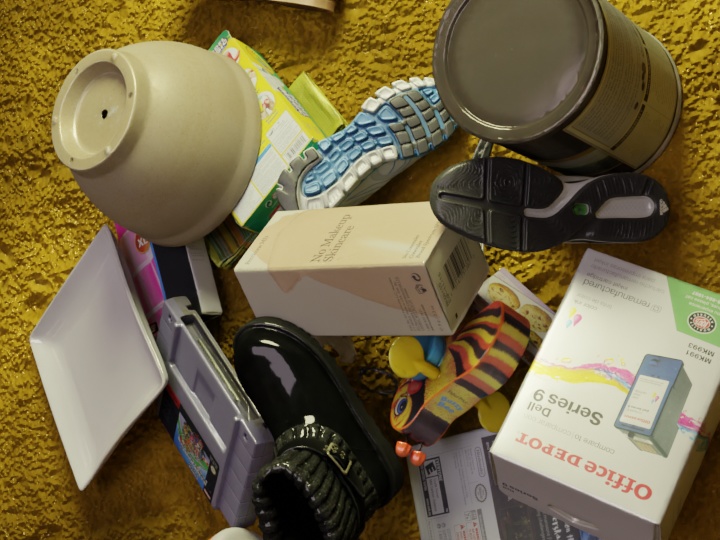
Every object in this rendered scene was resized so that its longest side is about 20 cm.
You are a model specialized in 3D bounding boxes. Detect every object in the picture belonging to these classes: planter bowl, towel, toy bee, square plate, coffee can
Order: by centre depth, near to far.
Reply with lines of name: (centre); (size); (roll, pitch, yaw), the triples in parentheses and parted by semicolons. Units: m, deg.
coffee can: (0.168, -0.159, 1.180); (0.145, 0.199, 0.148); (-4, 81, 30)
toy bee: (0.072, 0.114, 1.242); (0.201, 0.129, 0.110); (119, 166, -52)
planter bowl: (-0.213, -0.138, 1.381); (0.199, 0.134, 0.203); (-13, 69, 36)
towel: (-0.099, -0.100, 1.437); (0.200, 0.018, 0.086); (-48, 64, 17)
square plate: (-0.269, 0.091, 1.475); (0.200, 0.028, 0.199); (-49, 54, 36)

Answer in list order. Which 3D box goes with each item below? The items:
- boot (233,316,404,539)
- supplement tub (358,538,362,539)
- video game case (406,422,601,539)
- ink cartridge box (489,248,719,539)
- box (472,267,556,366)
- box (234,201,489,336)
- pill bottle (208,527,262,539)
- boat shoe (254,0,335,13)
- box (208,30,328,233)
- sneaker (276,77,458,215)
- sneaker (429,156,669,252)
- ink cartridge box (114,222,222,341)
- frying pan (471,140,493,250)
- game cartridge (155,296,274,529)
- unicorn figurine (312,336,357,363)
boot: (-0.059, 0.143, 1.196); (0.211, 0.158, 0.079); (48, 120, 6)
supplement tub: (-0.043, 0.298, 1.244); (0.121, 0.199, 0.124); (-4, 83, 31)
video game case: (0.137, 0.236, 1.252); (0.180, 0.023, 0.203); (-18, 74, 28)
ink cartridge box: (0.208, 0.104, 1.133); (0.144, 0.088, 0.201); (21, 68, 22)
box: (0.177, 0.077, 1.230); (0.041, 0.039, 0.200); (-35, 60, -20)
box: (0.000, 0.000, 1.237); (0.198, 0.095, 0.078); (-3, 127, 32)
pill bottle: (-0.163, 0.340, 1.361); (0.200, 0.109, 0.110); (-39, 66, 26)
boat shoe: (-0.106, -0.306, 1.438); (0.198, 0.070, 0.071); (11, 96, 23)
box: (-0.117, -0.141, 1.422); (0.118, 0.048, 0.200); (-49, 55, 16)
sneaker: (0.010, -0.111, 1.344); (0.199, 0.087, 0.075); (-31, 79, -1)
sneaker: (0.148, -0.046, 1.199); (0.198, 0.115, 0.077); (4, 85, -8)
ink cartridge box: (-0.206, -0.033, 1.472); (0.094, 0.037, 0.202); (-26, 71, 36)
frying pan: (0.087, -0.036, 1.287); (0.191, 0.031, 0.115); (-60, 33, 14)
game cartridge: (-0.149, 0.139, 1.379); (0.200, 0.038, 0.131); (52, 135, 36)
unicorn figurine: (-0.065, 0.119, 1.356); (0.198, 0.074, 0.139); (-15, 80, 25)
